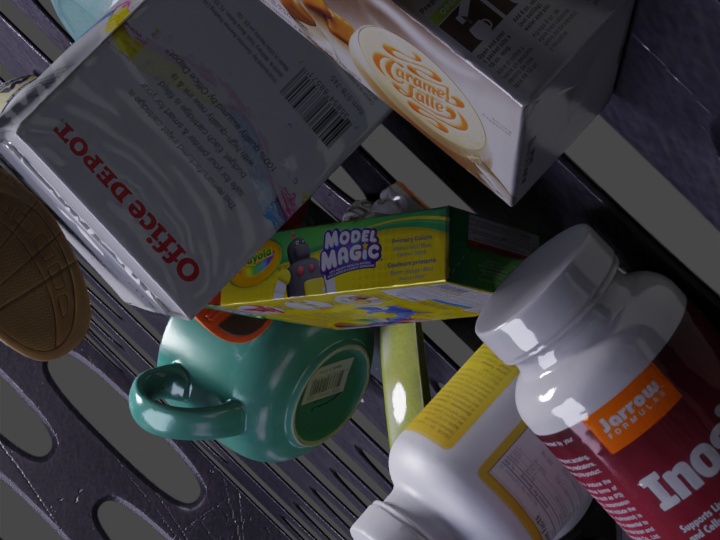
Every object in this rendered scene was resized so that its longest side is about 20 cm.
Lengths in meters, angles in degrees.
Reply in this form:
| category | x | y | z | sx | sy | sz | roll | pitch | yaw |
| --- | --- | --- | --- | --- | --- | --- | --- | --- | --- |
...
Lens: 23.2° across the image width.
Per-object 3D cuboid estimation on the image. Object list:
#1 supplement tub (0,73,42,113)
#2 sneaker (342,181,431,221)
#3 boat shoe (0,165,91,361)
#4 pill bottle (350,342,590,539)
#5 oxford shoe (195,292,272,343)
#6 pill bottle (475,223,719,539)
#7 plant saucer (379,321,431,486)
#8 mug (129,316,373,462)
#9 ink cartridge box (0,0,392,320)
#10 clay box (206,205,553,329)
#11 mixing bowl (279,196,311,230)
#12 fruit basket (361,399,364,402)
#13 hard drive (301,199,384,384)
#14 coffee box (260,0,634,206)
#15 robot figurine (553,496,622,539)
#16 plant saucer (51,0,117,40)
| category | x | y | z | sx | sy | sz | roll | pitch | yaw |
| --- | --- | --- | --- | --- | --- | --- | --- | --- | --- |
| supplement tub | -0.283 | -0.108 | 1.607 | 0.145 | 0.145 | 0.200 | 49 | 165 | -20 |
| sneaker | 0.000 | 0.000 | 1.227 | 0.076 | 0.092 | 0.200 | 43 | 167 | 1 |
| boat shoe | -0.228 | -0.037 | 1.017 | 0.201 | 0.071 | 0.069 | 55 | 170 | -16 |
| pill bottle | 0.089 | 0.113 | 1.077 | 0.112 | 0.200 | 0.112 | 41 | 165 | 13 |
| oxford shoe | -0.137 | -0.031 | 1.134 | 0.200 | 0.071 | 0.073 | 52 | 168 | -29 |
| pill bottle | 0.158 | 0.076 | 0.956 | 0.200 | 0.113 | 0.113 | 46 | 166 | -9 |
| plant saucer | 0.038 | 0.114 | 1.310 | 0.200 | 0.031 | 0.202 | -6 | -90 | -87 |
| mug | -0.072 | 0.080 | 1.330 | 0.114 | 0.185 | 0.152 | 31 | 164 | 31 |
| ink cartridge box | -0.098 | -0.092 | 1.018 | 0.146 | 0.200 | 0.144 | 48 | 165 | -16 |
| clay box | 0.006 | 0.002 | 1.053 | 0.199 | 0.048 | 0.114 | -5 | 168 | 39 |
| mixing bowl | -0.101 | -0.092 | 1.217 | 0.200 | 0.108 | 0.200 | 41 | 166 | 12 |
| fruit basket | -0.098 | 0.040 | 1.676 | 0.199 | 0.094 | 0.186 | 15 | 151 | 33 |
| hard drive | -0.016 | 0.017 | 1.438 | 0.139 | 0.033 | 0.200 | 40 | 165 | 19 |
| coffee box | 0.022 | -0.137 | 0.805 | 0.200 | 0.080 | 0.115 | 41 | 165 | 14 |
| robot figurine | 0.127 | 0.179 | 1.307 | 0.149 | 0.126 | 0.201 | -2 | 147 | 17 |
| plant saucer | -0.184 | -0.181 | 1.338 | 0.201 | 0.039 | 0.201 | 41 | 165 | 13 |
